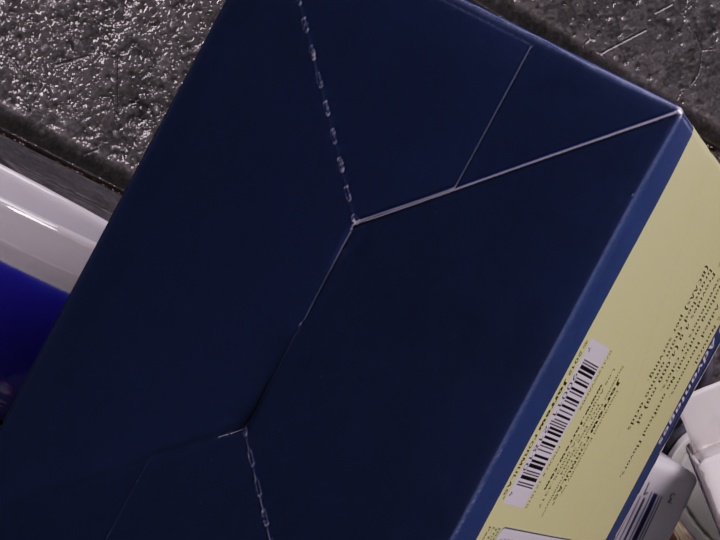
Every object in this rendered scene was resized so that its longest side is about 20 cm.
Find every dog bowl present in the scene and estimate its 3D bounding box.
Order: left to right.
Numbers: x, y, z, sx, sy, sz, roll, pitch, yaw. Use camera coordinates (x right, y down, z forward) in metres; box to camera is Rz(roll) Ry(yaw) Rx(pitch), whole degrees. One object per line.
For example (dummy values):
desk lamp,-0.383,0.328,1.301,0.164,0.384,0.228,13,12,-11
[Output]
dog bowl,-0.171,-0.005,0.876,0.199,0.079,0.200,27,1,-1

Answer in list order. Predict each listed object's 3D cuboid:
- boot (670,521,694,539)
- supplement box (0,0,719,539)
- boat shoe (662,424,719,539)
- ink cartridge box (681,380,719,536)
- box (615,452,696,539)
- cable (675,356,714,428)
boot,0.215,0.191,1.177,0.155,0.073,0.200,21,10,-42
supplement box,0.014,0.030,0.646,0.134,0.201,0.200,29,1,20
boat shoe,0.224,0.126,1.135,0.200,0.076,0.060,33,10,-34
ink cartridge box,0.231,0.125,0.914,0.125,0.128,0.201,17,52,-84
box,0.014,0.076,0.953,0.183,0.105,0.200,26,3,-35
cable,0.103,0.037,1.074,0.051,0.201,0.163,8,23,-49
